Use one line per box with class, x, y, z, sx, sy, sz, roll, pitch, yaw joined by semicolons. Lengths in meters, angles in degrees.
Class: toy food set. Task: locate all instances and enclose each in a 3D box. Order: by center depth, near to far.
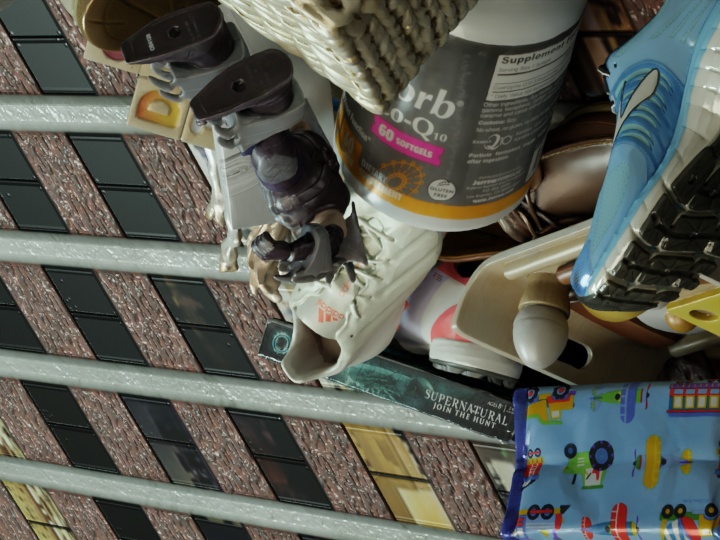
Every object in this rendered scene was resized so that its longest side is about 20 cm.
toy food set;0.162;0.030;1.583;0.143;0.061;0.200;24;157;-26

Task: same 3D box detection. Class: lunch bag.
lunch bag;0.199;0.133;1.665;0.150;0.095;0.200;-4;162;35

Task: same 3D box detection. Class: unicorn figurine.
unicorn figurine;-0.082;-0.079;1.762;0.200;0.074;0.138;43;148;42

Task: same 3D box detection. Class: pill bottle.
pill bottle;0.057;-0.128;1.502;0.116;0.116;0.201;31;136;18

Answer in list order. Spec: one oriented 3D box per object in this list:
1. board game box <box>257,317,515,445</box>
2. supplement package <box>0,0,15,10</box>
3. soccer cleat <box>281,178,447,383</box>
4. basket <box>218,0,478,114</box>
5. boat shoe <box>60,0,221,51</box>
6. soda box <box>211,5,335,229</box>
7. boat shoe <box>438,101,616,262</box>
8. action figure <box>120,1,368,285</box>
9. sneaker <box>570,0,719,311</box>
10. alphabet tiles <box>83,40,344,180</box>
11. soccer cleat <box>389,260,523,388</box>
board game box;0.051;0.076;1.780;0.199;0.028;0.135;18;-179;34
supplement package;-0.192;-0.240;1.472;0.152;0.200;0.151;43;124;1
soccer cleat;0.000;0.000;1.651;0.069;0.077;0.201;44;148;19
basket;-0.022;-0.199;1.318;0.199;0.161;0.198;35;177;11
boat shoe;-0.067;-0.179;1.469;0.065;0.199;0.072;50;150;37
soda box;-0.054;-0.128;1.573;0.064;0.068;0.201;-109;13;-62
boat shoe;0.108;-0.040;1.609;0.072;0.068;0.200;54;147;-13
action figure;-0.050;-0.065;1.474;0.130;0.069;0.200;57;180;30
sneaker;0.158;-0.073;1.447;0.078;0.201;0.090;17;-168;-47
alphabet tiles;-0.051;-0.137;1.613;0.199;0.006;0.167;16;118;-4
soccer cleat;0.057;0.023;1.746;0.068;0.074;0.200;15;180;-17
